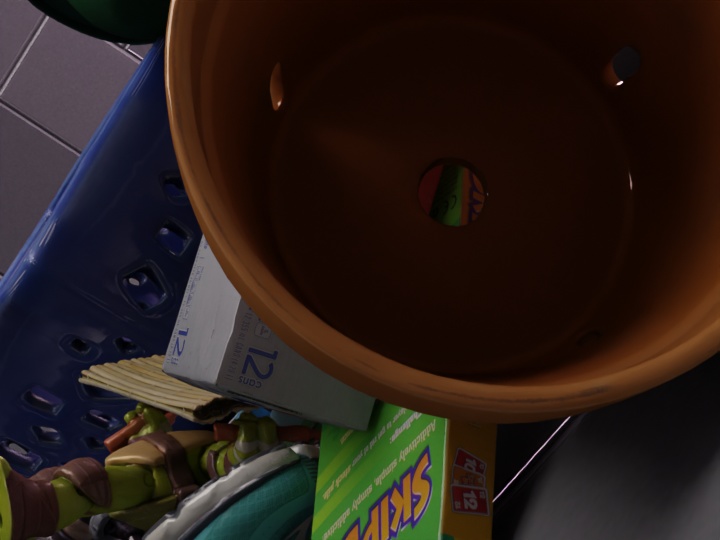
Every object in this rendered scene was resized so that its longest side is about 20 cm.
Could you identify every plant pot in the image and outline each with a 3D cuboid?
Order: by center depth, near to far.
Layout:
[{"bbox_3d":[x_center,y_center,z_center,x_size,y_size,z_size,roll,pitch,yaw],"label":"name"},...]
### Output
[{"bbox_3d":[0.037,-0.041,0.646,0.201,0.199,0.140,-60,-2,-16],"label":"plant pot"},{"bbox_3d":[-0.110,0.024,1.161,0.200,0.179,0.200,-46,15,46],"label":"plant pot"}]

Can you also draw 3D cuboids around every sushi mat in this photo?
[{"bbox_3d":[-0.058,0.047,0.907,0.200,0.095,0.012,-176,78,-69],"label":"sushi mat"}]

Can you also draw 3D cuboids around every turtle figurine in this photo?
[{"bbox_3d":[-0.100,0.093,0.919,0.200,0.161,0.065,-1,99,62],"label":"turtle figurine"}]

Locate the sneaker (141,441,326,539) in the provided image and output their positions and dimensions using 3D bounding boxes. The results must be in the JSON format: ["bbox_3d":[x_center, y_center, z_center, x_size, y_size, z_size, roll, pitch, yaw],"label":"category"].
[{"bbox_3d":[-0.057,0.155,0.812,0.077,0.080,0.201,3,-58,-52],"label":"sneaker"}]

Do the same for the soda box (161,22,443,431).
[{"bbox_3d":[-0.009,-0.046,0.760,0.068,0.063,0.201,3,75,68],"label":"soda box"}]

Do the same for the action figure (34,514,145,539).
[{"bbox_3d":[-0.144,0.168,0.955,0.200,0.069,0.131,-94,28,-73],"label":"action figure"}]

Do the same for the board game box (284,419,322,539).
[{"bbox_3d":[-0.056,0.148,0.947,0.200,0.029,0.135,-51,11,34],"label":"board game box"}]

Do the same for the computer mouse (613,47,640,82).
[{"bbox_3d":[0.069,-0.120,0.811,0.046,0.140,0.201,83,-160,-52],"label":"computer mouse"}]

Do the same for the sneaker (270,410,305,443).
[{"bbox_3d":[0.000,0.000,0.980,0.200,0.082,0.074,-54,9,19],"label":"sneaker"}]

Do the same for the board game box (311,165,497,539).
[{"bbox_3d":[0.017,0.049,0.744,0.095,0.030,0.201,-38,37,51],"label":"board game box"}]

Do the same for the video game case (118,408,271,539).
[{"bbox_3d":[-0.117,0.167,1.054,0.200,0.018,0.143,-47,14,47],"label":"video game case"}]

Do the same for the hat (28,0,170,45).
[{"bbox_3d":[-0.109,-0.143,1.117,0.165,0.200,0.177,-36,47,19],"label":"hat"}]
